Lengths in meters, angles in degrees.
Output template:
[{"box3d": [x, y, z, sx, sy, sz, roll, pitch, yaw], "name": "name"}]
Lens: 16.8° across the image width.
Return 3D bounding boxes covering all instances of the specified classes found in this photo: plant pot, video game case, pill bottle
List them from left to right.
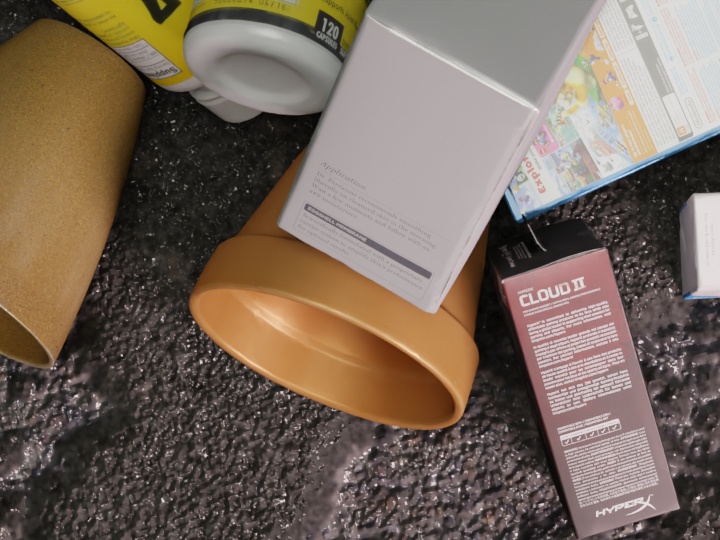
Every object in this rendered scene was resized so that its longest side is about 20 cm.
[{"box3d": [-0.237, -0.067, 1.678, 0.186, 0.186, 0.201, 30, 75, 5], "name": "plant pot"}, {"box3d": [-0.133, -0.195, 1.663, 0.200, 0.114, 0.115, 38, 87, -32], "name": "pill bottle"}, {"box3d": [-0.042, -0.212, 1.596, 0.111, 0.112, 0.201, 12, 70, 4], "name": "pill bottle"}, {"box3d": [0.000, 0.000, 1.652, 0.199, 0.200, 0.141, 21, 70, 5], "name": "plant pot"}, {"box3d": [0.168, -0.138, 1.659, 0.199, 0.018, 0.144, -24, 91, 5], "name": "video game case"}]

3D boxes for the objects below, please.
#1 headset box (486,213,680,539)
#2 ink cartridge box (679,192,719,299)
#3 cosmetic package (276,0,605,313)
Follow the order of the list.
[{"box3d": [0.144, 0.059, 1.628, 0.077, 0.149, 0.201, -18, 99, 1], "name": "headset box"}, {"box3d": [0.322, -0.020, 1.663, 0.198, 0.116, 0.068, -2, 86, 2], "name": "ink cartridge box"}, {"box3d": [0.061, -0.122, 1.520, 0.122, 0.200, 0.200, 30, 48, 2], "name": "cosmetic package"}]
